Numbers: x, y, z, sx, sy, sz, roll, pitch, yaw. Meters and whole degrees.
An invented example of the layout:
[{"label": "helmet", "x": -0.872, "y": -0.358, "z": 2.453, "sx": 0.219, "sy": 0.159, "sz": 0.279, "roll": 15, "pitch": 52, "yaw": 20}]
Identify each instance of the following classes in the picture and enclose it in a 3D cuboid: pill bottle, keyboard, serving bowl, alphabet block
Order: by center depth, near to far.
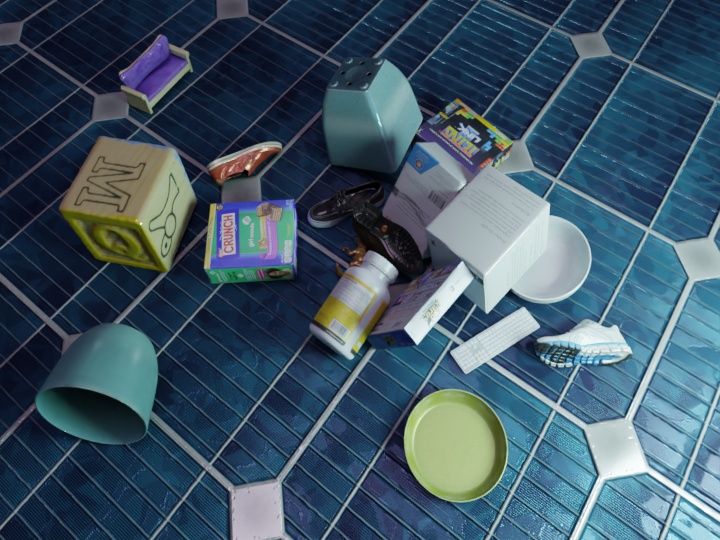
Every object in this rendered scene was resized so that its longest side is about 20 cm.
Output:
[{"label": "pill bottle", "x": -0.008, "y": 0.067, "z": 1.144, "sx": 0.110, "sy": 0.112, "sz": 0.203, "roll": 31, "pitch": 79, "yaw": 18}, {"label": "keyboard", "x": 0.281, "y": 0.144, "z": 1.177, "sx": 0.196, "sy": 0.011, "sz": 0.057, "roll": -28, "pitch": 64, "yaw": -15}, {"label": "serving bowl", "x": 0.393, "y": -0.017, "z": 1.224, "sx": 0.193, "sy": 0.066, "sz": 0.206, "roll": -7, "pitch": 62, "yaw": 13}, {"label": "alphabet block", "x": -0.501, "y": -0.144, "z": 1.253, "sx": 0.189, "sy": 0.198, "sz": 0.205, "roll": 9, "pitch": 59, "yaw": 8}]

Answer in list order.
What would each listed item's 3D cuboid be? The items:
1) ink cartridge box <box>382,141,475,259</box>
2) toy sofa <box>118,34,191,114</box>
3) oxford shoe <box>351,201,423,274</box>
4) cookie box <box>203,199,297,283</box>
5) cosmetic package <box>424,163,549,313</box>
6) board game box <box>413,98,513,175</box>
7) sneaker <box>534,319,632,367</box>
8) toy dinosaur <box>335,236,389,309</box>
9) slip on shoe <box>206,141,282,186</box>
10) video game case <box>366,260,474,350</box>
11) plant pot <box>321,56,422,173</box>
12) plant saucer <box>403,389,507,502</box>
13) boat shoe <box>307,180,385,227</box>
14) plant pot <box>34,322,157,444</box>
[{"label": "ink cartridge box", "x": 0.145, "y": -0.152, "z": 1.235, "sx": 0.082, "sy": 0.203, "sz": 0.145, "roll": -16, "pitch": 53, "yaw": -47}, {"label": "toy sofa", "x": -0.550, "y": -0.533, "z": 1.529, "sx": 0.081, "sy": 0.099, "sz": 0.203, "roll": 24, "pitch": 62, "yaw": 15}, {"label": "oxford shoe", "x": 0.059, "y": -0.062, "z": 1.243, "sx": 0.072, "sy": 0.085, "sz": 0.200, "roll": -39, "pitch": 76, "yaw": -25}, {"label": "cookie box", "x": -0.241, "y": -0.065, "z": 1.268, "sx": 0.192, "sy": 0.076, "sz": 0.176, "roll": -4, "pitch": 61, "yaw": 0}, {"label": "cosmetic package", "x": 0.259, "y": -0.064, "z": 1.154, "sx": 0.200, "sy": 0.166, "sz": 0.164, "roll": -43, "pitch": 59, "yaw": -10}, {"label": "board game box", "x": 0.254, "y": -0.319, "z": 1.416, "sx": 0.164, "sy": 0.057, "sz": 0.200, "roll": -37, "pitch": 66, "yaw": -20}, {"label": "sneaker", "x": 0.442, "y": 0.142, "z": 1.148, "sx": 0.192, "sy": 0.076, "sz": 0.089, "roll": 3, "pitch": 52, "yaw": -6}, {"label": "toy dinosaur", "x": 0.000, "y": 0.000, "z": 1.236, "sx": 0.102, "sy": 0.061, "sz": 0.205, "roll": -10, "pitch": 61, "yaw": -7}, {"label": "slip on shoe", "x": -0.280, "y": -0.266, "z": 1.397, "sx": 0.196, "sy": 0.074, "sz": 0.063, "roll": -28, "pitch": 97, "yaw": -21}, {"label": "video game case", "x": 0.112, "y": 0.074, "z": 1.116, "sx": 0.046, "sy": 0.199, "sz": 0.182, "roll": 46, "pitch": 68, "yaw": -8}, {"label": "plant pot", "x": 0.014, "y": -0.387, "z": 1.350, "sx": 0.190, "sy": 0.202, "sz": 0.200, "roll": 12, "pitch": 59, "yaw": 28}, {"label": "plant saucer", "x": 0.177, "y": 0.328, "z": 1.062, "sx": 0.192, "sy": 0.031, "sz": 0.206, "roll": 0, "pitch": 60, "yaw": 0}, {"label": "boat shoe", "x": -0.033, "y": -0.161, "z": 1.324, "sx": 0.193, "sy": 0.067, "sz": 0.072, "roll": -15, "pitch": 60, "yaw": -8}, {"label": "plant pot", "x": -0.472, "y": 0.201, "z": 1.059, "sx": 0.193, "sy": 0.204, "sz": 0.164, "roll": 3, "pitch": 46, "yaw": 3}]
